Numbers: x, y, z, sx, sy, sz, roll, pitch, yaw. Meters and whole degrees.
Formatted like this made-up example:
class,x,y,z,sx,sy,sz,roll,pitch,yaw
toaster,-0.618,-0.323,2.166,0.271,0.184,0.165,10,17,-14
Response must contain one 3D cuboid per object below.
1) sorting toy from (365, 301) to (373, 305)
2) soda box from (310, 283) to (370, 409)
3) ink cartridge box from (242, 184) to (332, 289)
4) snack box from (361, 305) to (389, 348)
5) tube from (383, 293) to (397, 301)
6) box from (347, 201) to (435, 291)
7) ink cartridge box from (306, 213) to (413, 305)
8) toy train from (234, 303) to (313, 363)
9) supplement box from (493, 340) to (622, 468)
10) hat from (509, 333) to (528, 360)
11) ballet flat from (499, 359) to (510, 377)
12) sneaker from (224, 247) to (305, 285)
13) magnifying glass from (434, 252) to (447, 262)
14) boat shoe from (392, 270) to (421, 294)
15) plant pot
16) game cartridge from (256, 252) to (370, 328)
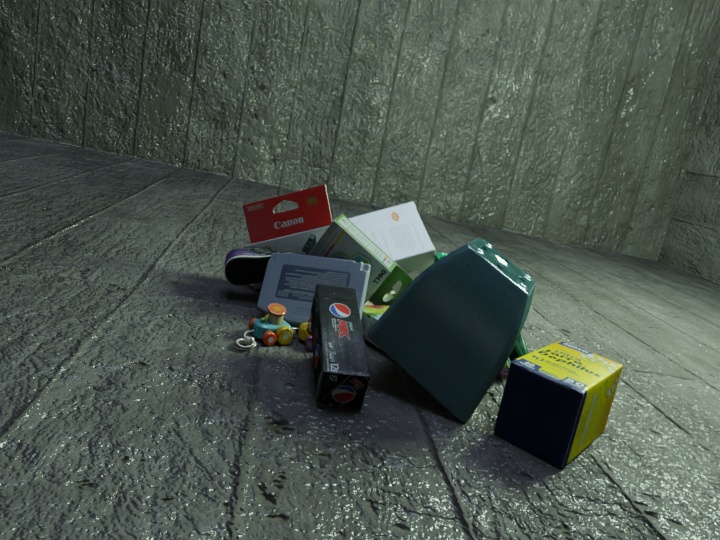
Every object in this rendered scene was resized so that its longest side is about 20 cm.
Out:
class,x,y,z,sx,sy,sz,roll,pitch,yaw
sorting toy,-0.075,0.065,1.205,0.181,0.037,0.199,17,19,22
soda box,-0.034,0.106,0.885,0.069,0.065,0.202,8,34,-13
ink cartridge box,-0.149,-0.069,1.251,0.195,0.181,0.045,-12,5,13
snack box,0.098,0.113,1.131,0.197,0.054,0.141,2,18,-42
tube,0.114,0.078,1.301,0.057,0.053,0.197,20,15,39
box,0.052,-0.044,1.349,0.195,0.108,0.155,-14,53,-8
ink cartridge box,0.000,0.000,1.156,0.199,0.104,0.059,42,24,0
toy train,-0.100,0.105,0.983,0.194,0.057,0.150,13,13,2
supplement box,0.294,0.186,0.878,0.107,0.113,0.198,21,15,35
hat,0.223,0.136,1.177,0.173,0.169,0.200,-24,9,17
ballet flat,0.188,0.116,1.072,0.070,0.069,0.202,-24,73,-31
sneaker,-0.174,-0.019,1.205,0.194,0.078,0.088,5,24,-15
magnifying glass,0.196,0.011,1.234,0.078,0.023,0.201,19,19,-8
boat shoe,0.130,0.054,1.224,0.072,0.064,0.199,-39,27,-16
plant pot,0.163,0.065,0.929,0.195,0.202,0.196,39,19,12
game cartridge,-0.086,0.041,1.098,0.194,0.137,0.042,7,-19,12
